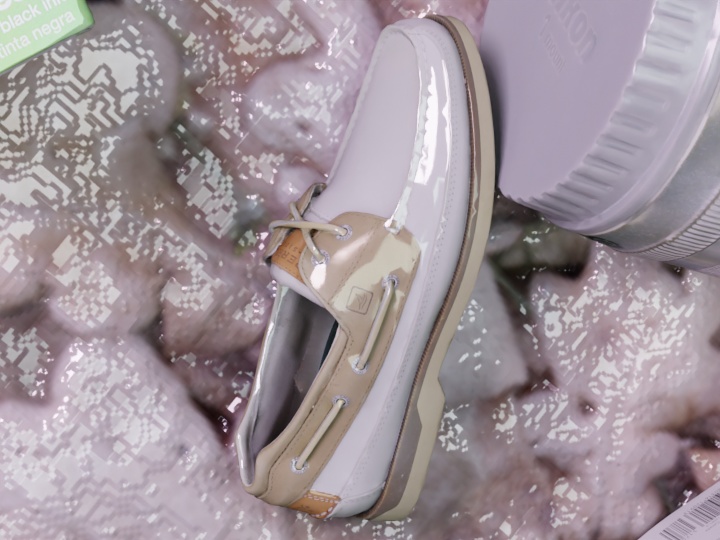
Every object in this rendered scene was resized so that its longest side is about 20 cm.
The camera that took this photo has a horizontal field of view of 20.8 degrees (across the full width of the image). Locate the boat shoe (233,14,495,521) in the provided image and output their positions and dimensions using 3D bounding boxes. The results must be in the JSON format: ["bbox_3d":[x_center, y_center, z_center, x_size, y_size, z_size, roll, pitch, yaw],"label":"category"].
[{"bbox_3d":[0.000,0.000,0.755,0.068,0.075,0.202,5,99,-26],"label":"boat shoe"}]

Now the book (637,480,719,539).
[{"bbox_3d":[0.210,0.111,0.782,0.133,0.200,0.048,-32,109,-10],"label":"book"}]

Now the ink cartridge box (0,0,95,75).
[{"bbox_3d":[-0.175,-0.154,0.626,0.084,0.145,0.201,-28,108,-12],"label":"ink cartridge box"}]

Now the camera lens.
[{"bbox_3d":[0.163,-0.073,0.753,0.198,0.160,0.161,13,96,-21],"label":"camera lens"}]
